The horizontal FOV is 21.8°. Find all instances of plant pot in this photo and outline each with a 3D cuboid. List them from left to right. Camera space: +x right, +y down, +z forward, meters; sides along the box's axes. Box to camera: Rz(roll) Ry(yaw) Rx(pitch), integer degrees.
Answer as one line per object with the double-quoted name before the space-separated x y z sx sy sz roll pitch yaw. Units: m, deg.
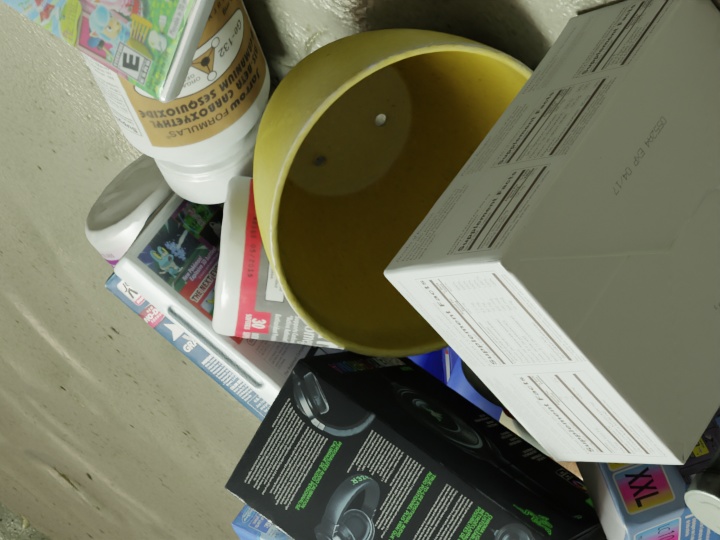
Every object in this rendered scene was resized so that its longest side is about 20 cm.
"plant pot" 0.012 -0.069 1.158 0.201 0.199 0.142 55 176 -36

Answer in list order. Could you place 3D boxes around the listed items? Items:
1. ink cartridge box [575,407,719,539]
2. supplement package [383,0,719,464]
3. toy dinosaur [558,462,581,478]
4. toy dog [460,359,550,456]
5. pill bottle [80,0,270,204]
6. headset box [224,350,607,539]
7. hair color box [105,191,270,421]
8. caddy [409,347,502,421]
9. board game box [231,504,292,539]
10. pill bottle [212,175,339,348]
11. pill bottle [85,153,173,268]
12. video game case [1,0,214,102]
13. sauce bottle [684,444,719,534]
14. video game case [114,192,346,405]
"ink cartridge box" 0.220 0.074 1.085 0.077 0.198 0.137 83 168 -60
"supplement package" 0.141 -0.022 1.000 0.156 0.201 0.111 46 155 -20
"toy dinosaur" 0.137 0.163 1.331 0.135 0.200 0.086 35 164 40
"toy dog" 0.129 0.067 1.241 0.130 0.097 0.200 15 163 8
"pill bottle" -0.124 -0.141 1.278 0.114 0.115 0.201 23 154 30
"headset box" 0.049 0.141 1.117 0.199 0.093 0.174 35 -169 18
"hair color box" -0.089 0.034 1.431 0.200 0.100 0.060 41 124 -12
"caddy" 0.074 0.085 1.425 0.140 0.106 0.201 21 152 18
"board game box" 0.026 0.175 1.543 0.198 0.201 0.044 19 152 36
"pill bottle" 0.000 0.000 1.294 0.197 0.112 0.111 7 156 -4
"pill bottle" -0.127 0.001 1.553 0.200 0.113 0.112 49 155 -25
"video game case" -0.155 -0.231 1.128 0.181 0.022 0.201 32 120 13
"sauce bottle" 0.240 0.054 0.999 0.064 0.200 0.065 31 155 17
"video game case" -0.072 0.005 1.395 0.182 0.200 0.023 41 125 -6
